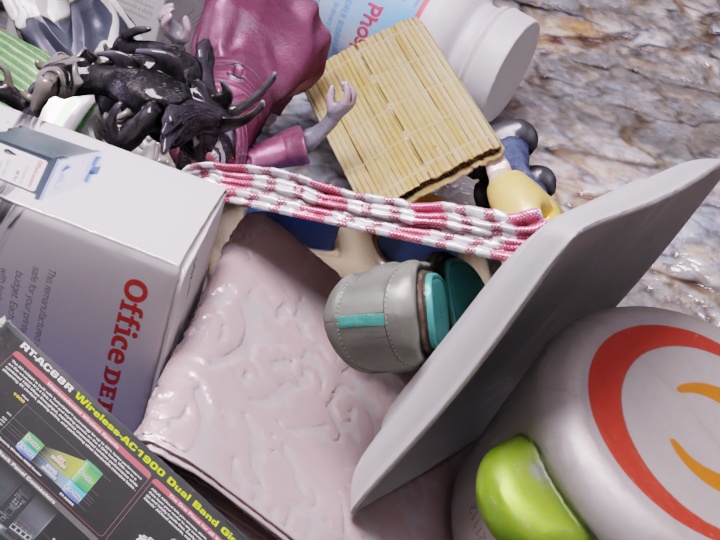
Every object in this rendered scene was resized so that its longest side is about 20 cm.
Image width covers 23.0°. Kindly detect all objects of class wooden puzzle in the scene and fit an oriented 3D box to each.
[{"bbox_3d":[0.000,0.000,1.087,0.185,0.046,0.200,7,37,-15],"label":"wooden puzzle"}]

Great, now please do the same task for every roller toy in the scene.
[{"bbox_3d":[0.147,0.125,0.906,0.200,0.140,0.183,28,40,-4],"label":"roller toy"}]

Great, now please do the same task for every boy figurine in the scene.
[{"bbox_3d":[0.107,-0.007,1.095,0.064,0.124,0.200,-20,37,11],"label":"boy figurine"}]

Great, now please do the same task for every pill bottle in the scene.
[{"bbox_3d":[0.025,-0.189,1.295,0.200,0.109,0.109,29,37,15],"label":"pill bottle"}]

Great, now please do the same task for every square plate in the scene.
[{"bbox_3d":[0.089,0.024,0.900,0.028,0.200,0.198,45,32,15],"label":"square plate"}]

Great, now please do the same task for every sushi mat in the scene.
[{"bbox_3d":[0.023,-0.103,1.153,0.096,0.012,0.200,-28,35,2],"label":"sushi mat"}]

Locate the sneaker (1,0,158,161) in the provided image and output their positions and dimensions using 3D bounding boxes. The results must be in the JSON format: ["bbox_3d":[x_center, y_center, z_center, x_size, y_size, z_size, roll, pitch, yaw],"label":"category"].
[{"bbox_3d":[-0.164,-0.105,1.129,0.199,0.079,0.130,66,7,11],"label":"sneaker"}]

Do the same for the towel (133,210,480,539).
[{"bbox_3d":[-0.016,0.083,0.924,0.191,0.032,0.200,40,34,-14],"label":"towel"}]

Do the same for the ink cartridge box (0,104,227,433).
[{"bbox_3d":[-0.185,0.000,0.919,0.200,0.147,0.086,19,35,1],"label":"ink cartridge box"}]

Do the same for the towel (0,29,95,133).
[{"bbox_3d":[-0.271,-0.090,1.046,0.200,0.023,0.153,24,71,10],"label":"towel"}]

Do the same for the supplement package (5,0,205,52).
[{"bbox_3d":[-0.152,-0.241,1.207,0.117,0.200,0.117,27,36,10],"label":"supplement package"}]

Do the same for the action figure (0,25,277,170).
[{"bbox_3d":[-0.147,-0.081,0.976,0.200,0.102,0.119,7,40,6],"label":"action figure"}]

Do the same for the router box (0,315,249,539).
[{"bbox_3d":[-0.133,0.136,0.770,0.200,0.062,0.150,44,34,-4],"label":"router box"}]

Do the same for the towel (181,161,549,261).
[{"bbox_3d":[0.015,-0.033,0.972,0.200,0.030,0.146,12,1,13],"label":"towel"}]

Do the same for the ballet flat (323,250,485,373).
[{"bbox_3d":[0.025,0.023,0.937,0.064,0.068,0.200,-7,-5,13],"label":"ballet flat"}]

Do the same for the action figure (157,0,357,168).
[{"bbox_3d":[-0.090,-0.111,1.113,0.134,0.149,0.200,35,45,-17],"label":"action figure"}]
